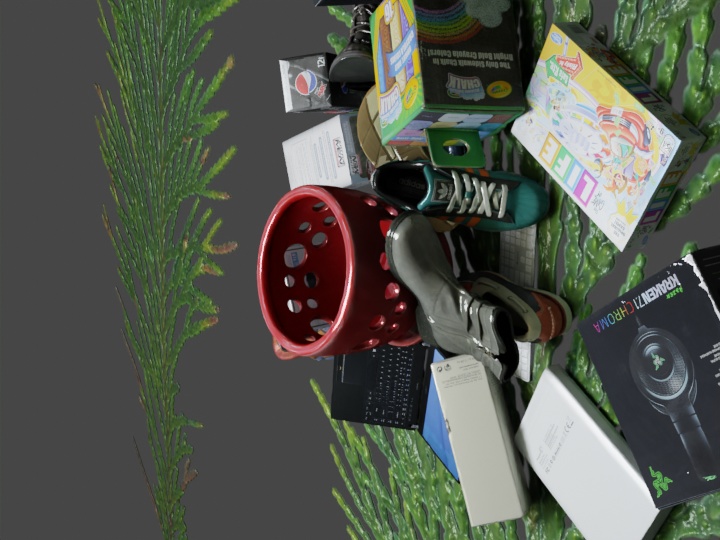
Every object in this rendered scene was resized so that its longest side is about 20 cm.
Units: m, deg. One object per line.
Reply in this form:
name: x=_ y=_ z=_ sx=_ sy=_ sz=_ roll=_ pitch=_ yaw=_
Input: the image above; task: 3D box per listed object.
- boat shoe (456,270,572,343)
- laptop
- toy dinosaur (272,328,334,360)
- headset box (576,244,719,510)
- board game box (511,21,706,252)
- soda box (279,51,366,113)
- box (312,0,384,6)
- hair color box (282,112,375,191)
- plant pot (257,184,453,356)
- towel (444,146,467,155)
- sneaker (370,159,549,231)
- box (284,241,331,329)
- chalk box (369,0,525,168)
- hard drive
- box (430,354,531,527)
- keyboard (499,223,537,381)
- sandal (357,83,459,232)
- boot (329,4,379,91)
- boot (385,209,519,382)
boat shoe: x=0.154 y=0.045 z=1.123 sx=0.200 sy=0.062 sz=0.072 roll=15 pitch=115 yaw=55
laptop: x=0.053 y=0.184 z=1.314 sx=0.103 sy=0.199 sz=0.178 roll=-77 pitch=-6 yaw=-54
toy dinosaur: x=-0.066 y=0.098 z=1.466 sx=0.181 sy=0.200 sz=0.105 roll=-22 pitch=91 yaw=17
headset box: x=0.308 y=0.100 z=0.849 sx=0.174 sy=0.092 sz=0.201 roll=-46 pitch=60 yaw=57
board game box: x=0.236 y=-0.135 z=0.956 sx=0.200 sy=0.034 sz=0.135 roll=56 pitch=144 yaw=36
soda box: x=-0.041 y=-0.244 z=1.268 sx=0.200 sy=0.063 sz=0.071 roll=-29 pitch=-67 yaw=-73
box: x=0.033 y=-0.375 z=1.067 sx=0.079 sy=0.199 sz=0.142 roll=-21 pitch=80 yaw=61
hair color box: x=-0.043 y=-0.164 z=1.429 sx=0.200 sy=0.060 sz=0.099 roll=-9 pitch=92 yaw=62
plant pot: x=0.000 y=0.000 z=1.166 sx=0.200 sy=0.182 sz=0.201 roll=1 pitch=91 yaw=53
towel: x=0.093 y=-0.183 z=1.187 sx=0.112 sy=0.048 sz=0.201 roll=-9 pitch=93 yaw=60
sneaker: x=0.106 y=-0.082 z=1.065 sx=0.199 sy=0.080 sz=0.072 roll=9 pitch=97 yaw=16
box: x=-0.023 y=0.014 z=1.309 sx=0.060 sy=0.199 sz=0.117 roll=-17 pitch=83 yaw=60
chalk box: x=0.094 y=-0.206 z=1.056 sx=0.124 sy=0.124 sz=0.201 roll=152 pitch=115 yaw=-68
hard drive: x=0.251 y=0.219 z=1.064 sx=0.200 sy=0.027 sz=0.132 roll=54 pitch=143 yaw=39
box: x=0.147 y=0.200 z=1.171 sx=0.068 sy=0.082 sz=0.201 roll=-15 pitch=83 yaw=17
keyboard: x=0.183 y=0.031 z=1.137 sx=0.056 sy=0.011 sz=0.201 roll=28 pitch=124 yaw=56
sandal: x=0.063 y=-0.132 z=1.153 sx=0.080 sy=0.054 sz=0.200 roll=-36 pitch=78 yaw=20
boot: x=0.002 y=-0.317 z=1.188 sx=0.200 sy=0.069 sz=0.175 roll=-28 pitch=-61 yaw=-83
boot: x=0.110 y=0.027 z=1.048 sx=0.130 sy=0.068 sz=0.200 roll=23 pitch=146 yaw=45
